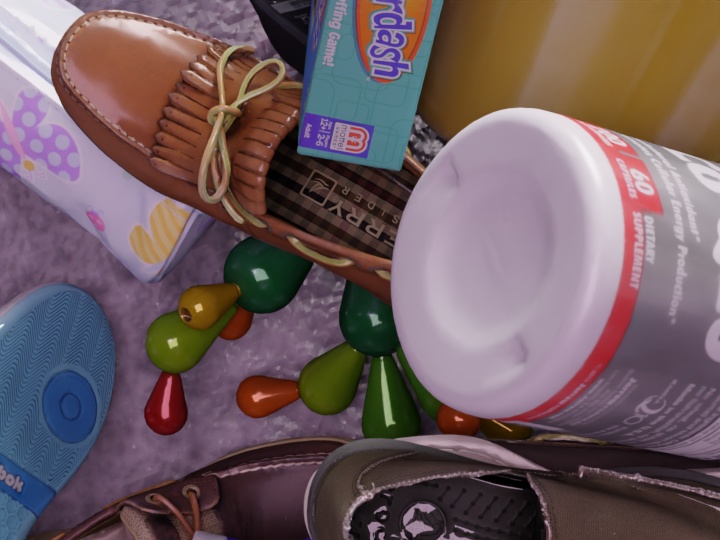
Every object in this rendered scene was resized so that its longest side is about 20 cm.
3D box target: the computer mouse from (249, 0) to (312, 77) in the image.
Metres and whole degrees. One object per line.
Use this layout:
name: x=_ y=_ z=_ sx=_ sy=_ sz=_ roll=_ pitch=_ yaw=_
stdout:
computer mouse: x=-0.043 y=-0.129 z=1.091 sx=0.058 sy=0.034 sz=0.200 roll=-16 pitch=47 yaw=-31

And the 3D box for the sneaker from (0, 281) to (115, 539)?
sneaker: x=-0.196 y=0.091 z=1.124 sx=0.080 sy=0.130 sz=0.201 roll=47 pitch=56 yaw=-29

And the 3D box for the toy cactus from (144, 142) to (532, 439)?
toy cactus: x=0.000 y=0.000 z=1.091 sx=0.199 sy=0.102 sz=0.166 roll=-3 pitch=98 yaw=11

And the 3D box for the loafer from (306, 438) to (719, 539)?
loafer: x=0.076 y=0.111 z=0.975 sx=0.199 sy=0.070 sz=0.076 roll=6 pitch=95 yaw=2

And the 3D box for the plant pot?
plant pot: x=0.116 y=-0.127 z=1.051 sx=0.200 sy=0.201 sz=0.190 roll=27 pitch=108 yaw=3

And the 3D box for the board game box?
board game box: x=0.014 y=-0.160 z=0.996 sx=0.045 sy=0.201 sz=0.153 roll=11 pitch=129 yaw=-5

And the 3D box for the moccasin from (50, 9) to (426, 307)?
moccasin: x=-0.035 y=-0.045 z=1.022 sx=0.201 sy=0.078 sz=0.074 roll=36 pitch=77 yaw=6

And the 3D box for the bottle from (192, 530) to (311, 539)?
bottle: x=0.020 y=0.158 z=1.066 sx=0.199 sy=0.065 sz=0.084 roll=15 pitch=78 yaw=-2

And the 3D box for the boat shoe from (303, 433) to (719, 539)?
boat shoe: x=0.077 y=0.100 z=1.039 sx=0.199 sy=0.060 sz=0.072 roll=1 pitch=95 yaw=2

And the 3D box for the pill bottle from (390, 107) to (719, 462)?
pill bottle: x=0.119 y=0.012 z=0.977 sx=0.199 sy=0.114 sz=0.115 roll=12 pitch=92 yaw=-40

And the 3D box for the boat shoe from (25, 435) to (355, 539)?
boat shoe: x=-0.083 y=0.126 z=1.116 sx=0.199 sy=0.072 sz=0.073 roll=-16 pitch=90 yaw=4

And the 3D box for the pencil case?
pencil case: x=-0.140 y=-0.079 z=1.109 sx=0.200 sy=0.091 sz=0.083 roll=36 pitch=93 yaw=3
